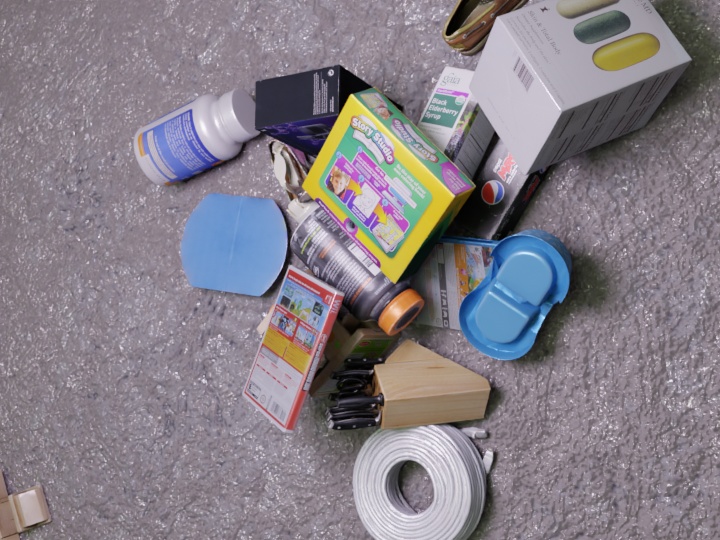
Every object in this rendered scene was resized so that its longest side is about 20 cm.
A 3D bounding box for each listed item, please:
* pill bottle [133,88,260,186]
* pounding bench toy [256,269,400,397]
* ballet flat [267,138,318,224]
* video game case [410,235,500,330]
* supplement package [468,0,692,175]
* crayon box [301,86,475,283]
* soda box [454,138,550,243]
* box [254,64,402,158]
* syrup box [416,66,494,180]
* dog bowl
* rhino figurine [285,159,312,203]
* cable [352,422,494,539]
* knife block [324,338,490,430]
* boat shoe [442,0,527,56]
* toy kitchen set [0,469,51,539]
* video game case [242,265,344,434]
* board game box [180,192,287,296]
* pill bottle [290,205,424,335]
[{"bbox_3d":[-0.265,-0.222,1.594,0.199,0.112,0.113,-19,78,26],"label":"pill bottle"},{"bbox_3d":[-0.070,0.085,1.418,0.156,0.200,0.124,47,108,22],"label":"pounding bench toy"},{"bbox_3d":[-0.095,-0.124,1.518,0.069,0.071,0.201,-37,71,28],"label":"ballet flat"},{"bbox_3d":[0.147,0.020,1.373,0.199,0.018,0.144,8,117,29],"label":"video game case"},{"bbox_3d":[0.273,-0.250,1.230,0.199,0.151,0.152,-23,71,-18],"label":"supplement package"},{"bbox_3d":[0.033,-0.114,1.300,0.200,0.058,0.173,47,130,16],"label":"crayon box"},{"bbox_3d":[0.214,-0.137,1.356,0.071,0.063,0.201,35,103,25],"label":"soda box"},{"bbox_3d":[-0.043,-0.225,1.421,0.141,0.200,0.079,-2,81,29],"label":"box"},{"bbox_3d":[0.125,-0.180,1.363,0.079,0.081,0.201,19,79,35],"label":"syrup box"},{"bbox_3d":[0.211,0.029,1.296,0.111,0.050,0.200,34,127,11],"label":"dog bowl"},{"bbox_3d":[-0.017,-0.132,1.462,0.199,0.060,0.088,0,74,13],"label":"rhino figurine"},{"bbox_3d":[0.083,0.311,1.393,0.199,0.069,0.201,8,90,28],"label":"cable"},{"bbox_3d":[0.057,0.183,1.350,0.199,0.176,0.064,26,135,22],"label":"knife block"},{"bbox_3d":[0.193,-0.399,1.382,0.072,0.068,0.200,40,104,27],"label":"boat shoe"},{"bbox_3d":[-0.679,0.466,1.732,0.163,0.180,0.201,-23,80,24],"label":"toy kitchen set"},{"bbox_3d":[-0.095,0.104,1.326,0.143,0.017,0.201,27,98,56],"label":"video game case"},{"bbox_3d":[-0.200,-0.042,1.591,0.199,0.039,0.159,7,85,24],"label":"board game box"},{"bbox_3d":[0.000,0.000,1.384,0.200,0.106,0.106,46,108,17],"label":"pill bottle"}]
